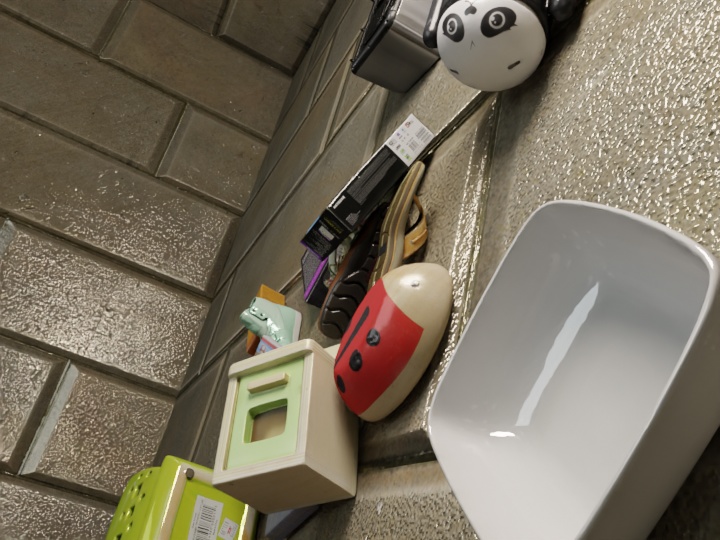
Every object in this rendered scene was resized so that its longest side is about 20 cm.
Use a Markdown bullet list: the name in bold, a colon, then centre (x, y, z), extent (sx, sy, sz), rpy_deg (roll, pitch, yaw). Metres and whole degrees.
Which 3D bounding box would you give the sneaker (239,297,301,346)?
- **sneaker**: centre (-0.174, 0.132, 1.162), extent (0.074, 0.117, 0.202), rpy_deg (-54, 22, 30)

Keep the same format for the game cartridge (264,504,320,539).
- **game cartridge**: centre (-0.080, 0.249, 0.876), extent (0.202, 0.038, 0.130), rpy_deg (-85, 20, -45)

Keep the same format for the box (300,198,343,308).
- **box**: centre (-0.062, -0.037, 1.184), extent (0.144, 0.036, 0.201), rpy_deg (-61, 19, 17)

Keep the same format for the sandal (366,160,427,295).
- **sandal**: centre (0.054, -0.034, 0.800), extent (0.080, 0.053, 0.203), rpy_deg (151, 133, -77)

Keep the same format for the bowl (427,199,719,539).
- **bowl**: centre (0.133, 0.067, 0.388), extent (0.202, 0.074, 0.200), rpy_deg (-65, 17, 9)

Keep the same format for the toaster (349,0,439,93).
- **toaster**: centre (0.082, -0.439, 1.116), extent (0.200, 0.117, 0.183), rpy_deg (-29, 41, 64)

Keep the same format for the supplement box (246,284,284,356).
- **supplement box**: centre (-0.198, 0.109, 1.358), extent (0.067, 0.068, 0.201), rpy_deg (-59, 20, 19)

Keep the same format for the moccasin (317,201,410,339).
- **moccasin**: centre (-0.001, -0.001, 0.883), extent (0.204, 0.073, 0.078), rpy_deg (-69, 15, -8)

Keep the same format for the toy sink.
- **toy sink**: centre (-0.082, 0.160, 0.755), extent (0.129, 0.112, 0.202), rpy_deg (-19, 46, 26)

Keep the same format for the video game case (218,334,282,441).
- **video game case**: centre (-0.160, 0.227, 1.063), extent (0.142, 0.017, 0.202), rpy_deg (26, 93, 46)

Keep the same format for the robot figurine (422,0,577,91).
- **robot figurine**: centre (0.153, -0.298, 0.704), extent (0.150, 0.123, 0.203), rpy_deg (136, 153, -68)

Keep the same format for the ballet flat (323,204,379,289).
- **ballet flat**: centre (-0.013, -0.044, 0.992), extent (0.076, 0.063, 0.202), rpy_deg (-48, 25, 48)

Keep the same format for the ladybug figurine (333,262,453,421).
- **ladybug figurine**: centre (0.027, 0.076, 0.700), extent (0.202, 0.071, 0.136), rpy_deg (-61, 18, 19)

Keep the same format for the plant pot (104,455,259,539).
- **plant pot**: centre (-0.265, 0.408, 0.970), extent (0.181, 0.197, 0.202), rpy_deg (-43, 27, 39)

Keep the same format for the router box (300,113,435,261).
- **router box**: centre (0.007, -0.115, 0.916), extent (0.201, 0.051, 0.149), rpy_deg (-50, 5, -24)
